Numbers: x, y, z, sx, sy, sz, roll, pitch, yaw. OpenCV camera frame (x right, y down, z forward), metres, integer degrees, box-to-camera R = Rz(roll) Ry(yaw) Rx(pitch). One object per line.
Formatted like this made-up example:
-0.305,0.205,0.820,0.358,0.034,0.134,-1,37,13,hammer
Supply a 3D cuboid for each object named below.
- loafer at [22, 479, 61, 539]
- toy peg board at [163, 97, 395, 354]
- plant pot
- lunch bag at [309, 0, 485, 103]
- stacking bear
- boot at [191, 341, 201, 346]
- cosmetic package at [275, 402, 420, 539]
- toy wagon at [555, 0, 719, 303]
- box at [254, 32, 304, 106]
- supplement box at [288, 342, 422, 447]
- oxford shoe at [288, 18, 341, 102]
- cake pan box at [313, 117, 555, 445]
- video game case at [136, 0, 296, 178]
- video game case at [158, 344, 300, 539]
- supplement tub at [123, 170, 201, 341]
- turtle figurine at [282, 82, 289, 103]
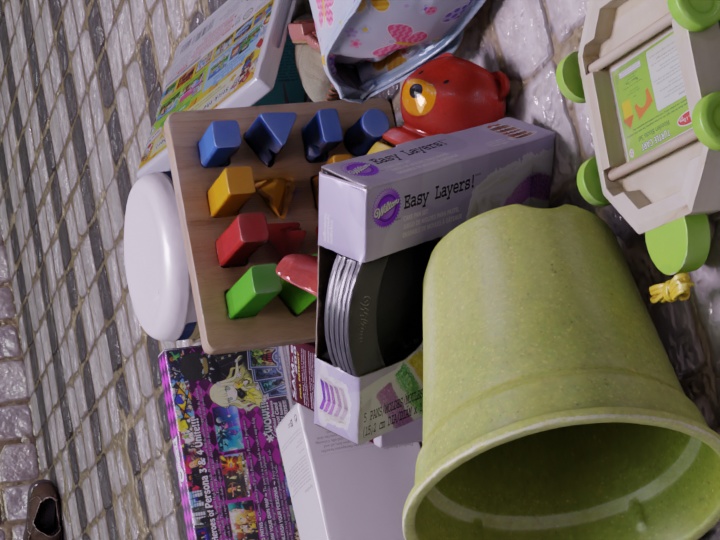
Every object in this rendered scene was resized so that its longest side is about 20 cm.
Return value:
-0.612,0.507,3.184,0.071,0.072,0.202,-147,53,-65,loafer
-0.037,-0.051,1.329,0.098,0.198,0.201,142,119,-64,toy peg board
0.113,0.068,1.022,0.201,0.199,0.185,110,158,-49,plant pot
0.019,-0.247,1.224,0.200,0.126,0.171,-51,46,48,lunch bag
0.042,-0.060,1.207,0.121,0.113,0.201,30,98,48,stacking bear
-0.159,0.175,1.923,0.182,0.072,0.202,125,141,-58,boot
0.004,0.212,1.434,0.085,0.107,0.202,130,131,-62,cosmetic package
0.177,-0.081,0.983,0.155,0.039,0.202,151,110,-68,toy wagon
-0.093,-0.146,1.657,0.082,0.049,0.202,-133,41,-57,box
0.024,0.088,1.339,0.200,0.108,0.061,-166,70,-67,supplement box
-0.014,-0.176,1.424,0.200,0.070,0.074,-130,34,-73,oxford shoe
0.048,0.004,1.126,0.052,0.199,0.186,20,116,41,cake pan box
-0.130,-0.194,1.565,0.200,0.023,0.183,-32,35,42,video game case
-0.085,0.162,1.546,0.036,0.180,0.202,145,115,-67,video game case
-0.093,-0.019,1.435,0.144,0.198,0.146,175,90,-67,supplement tub
-0.089,-0.067,1.576,0.101,0.149,0.201,35,139,40,turtle figurine
